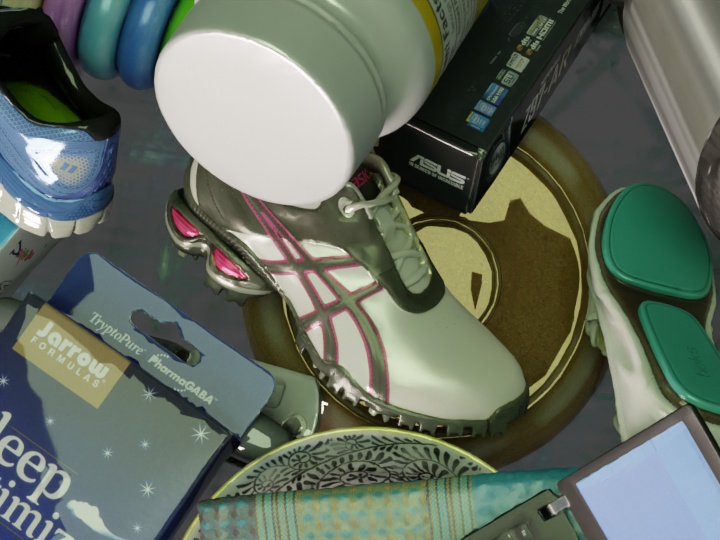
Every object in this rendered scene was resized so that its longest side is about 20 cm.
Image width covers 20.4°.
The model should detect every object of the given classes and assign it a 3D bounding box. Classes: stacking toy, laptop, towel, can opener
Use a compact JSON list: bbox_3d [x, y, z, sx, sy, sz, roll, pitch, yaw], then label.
[{"bbox_3d":[-0.083,-0.117,1.046,0.199,0.085,0.086,23,81,6],"label":"stacking toy"},{"bbox_3d":[0.095,0.180,0.816,0.199,0.103,0.178,-31,81,8],"label":"laptop"},{"bbox_3d":[0.029,0.167,0.893,0.198,0.022,0.148,-5,85,11],"label":"towel"},{"bbox_3d":[-0.109,0.054,1.001,0.199,0.066,0.053,14,77,26],"label":"can opener"}]

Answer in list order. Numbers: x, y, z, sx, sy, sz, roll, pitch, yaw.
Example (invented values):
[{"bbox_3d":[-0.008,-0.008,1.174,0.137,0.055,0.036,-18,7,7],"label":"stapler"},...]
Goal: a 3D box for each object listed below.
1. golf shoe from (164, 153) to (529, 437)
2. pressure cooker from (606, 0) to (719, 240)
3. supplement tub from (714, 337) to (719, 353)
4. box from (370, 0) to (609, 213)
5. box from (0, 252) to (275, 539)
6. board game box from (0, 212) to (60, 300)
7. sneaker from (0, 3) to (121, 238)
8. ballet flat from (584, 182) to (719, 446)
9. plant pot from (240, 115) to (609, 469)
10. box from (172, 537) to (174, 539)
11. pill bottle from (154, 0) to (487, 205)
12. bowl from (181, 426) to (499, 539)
[{"bbox_3d":[0.000,0.000,0.929,0.199,0.077,0.088,35,125,9],"label":"golf shoe"},{"bbox_3d":[0.212,-0.118,0.950,0.177,0.177,0.201,-14,50,-2],"label":"pressure cooker"},{"bbox_3d":[0.189,0.117,0.940,0.122,0.123,0.201,30,82,11],"label":"supplement tub"},{"bbox_3d":[0.032,-0.139,1.003,0.159,0.044,0.200,27,54,13],"label":"box"},{"bbox_3d":[-0.141,0.098,0.922,0.121,0.032,0.201,33,82,12],"label":"box"},{"bbox_3d":[-0.275,-0.037,1.054,0.200,0.064,0.148,40,84,11],"label":"board game box"},{"bbox_3d":[-0.191,-0.110,1.001,0.200,0.089,0.078,38,40,11],"label":"sneaker"},{"bbox_3d":[0.134,0.031,0.943,0.069,0.070,0.201,0,33,-1],"label":"ballet flat"},{"bbox_3d":[0.038,0.005,1.005,0.198,0.027,0.202,0,89,-2],"label":"plant pot"},{"bbox_3d":[-0.190,0.173,0.979,0.200,0.101,0.113,-40,76,-3],"label":"box"},{"bbox_3d":[-0.003,-0.131,0.883,0.114,0.115,0.201,24,54,11],"label":"pill bottle"},{"bbox_3d":[0.008,0.175,0.956,0.199,0.094,0.203,0,87,6],"label":"bowl"}]
